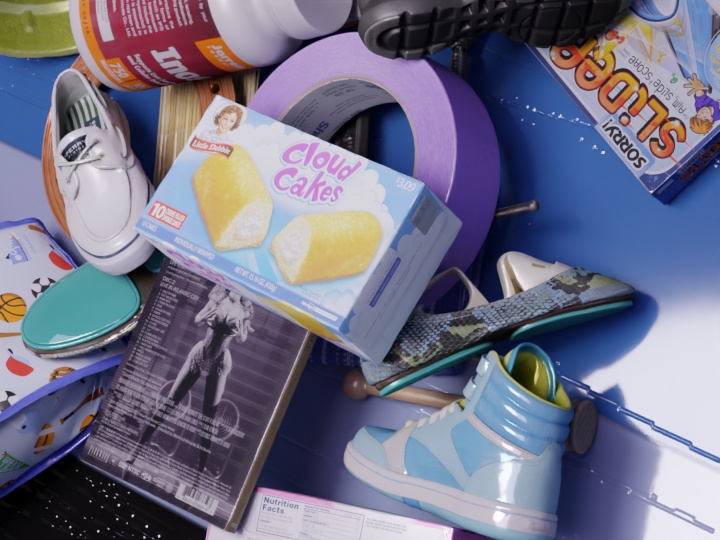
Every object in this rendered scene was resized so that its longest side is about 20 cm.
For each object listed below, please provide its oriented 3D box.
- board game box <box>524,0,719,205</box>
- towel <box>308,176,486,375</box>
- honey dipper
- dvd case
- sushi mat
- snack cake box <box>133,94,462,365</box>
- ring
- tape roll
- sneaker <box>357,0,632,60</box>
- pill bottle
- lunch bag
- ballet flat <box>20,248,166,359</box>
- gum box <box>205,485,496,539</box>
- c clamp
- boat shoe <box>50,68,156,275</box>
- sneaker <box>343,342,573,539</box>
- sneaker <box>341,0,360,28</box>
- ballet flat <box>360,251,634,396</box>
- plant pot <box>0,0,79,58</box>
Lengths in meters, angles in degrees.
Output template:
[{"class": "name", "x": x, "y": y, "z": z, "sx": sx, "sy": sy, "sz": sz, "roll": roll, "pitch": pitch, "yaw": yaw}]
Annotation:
[{"class": "board game box", "x": 0.201, "y": -0.165, "z": 1.558, "sx": 0.135, "sy": 0.034, "sz": 0.200, "roll": -44, "pitch": 63, "yaw": 12}, {"class": "towel", "x": 0.000, "y": 0.000, "z": 1.636, "sx": 0.199, "sy": 0.024, "sz": 0.146, "roll": 4, "pitch": 82, "yaw": 30}, {"class": "honey dipper", "x": 0.072, "y": 0.097, "z": 1.568, "sx": 0.199, "sy": 0.038, "sz": 0.038, "roll": 7, "pitch": 82, "yaw": 31}, {"class": "dvd case", "x": -0.106, "y": 0.066, "z": 1.555, "sx": 0.148, "sy": 0.016, "sz": 0.201, "roll": 20, "pitch": 86, "yaw": 36}, {"class": "sushi mat", "x": -0.123, "y": -0.070, "z": 1.710, "sx": 0.095, "sy": 0.012, "sz": 0.202, "roll": -4, "pitch": 76, "yaw": 36}, {"class": "snack cake box", "x": -0.044, "y": -0.030, "z": 1.500, "sx": 0.199, "sy": 0.067, "sz": 0.116, "roll": 25, "pitch": 80, "yaw": 36}, {"class": "ring", "x": -0.173, "y": -0.105, "z": 1.735, "sx": 0.199, "sy": 0.019, "sz": 0.202, "roll": -10, "pitch": 72, "yaw": 33}, {"class": "tape roll", "x": -0.001, "y": -0.065, "z": 1.574, "sx": 0.199, "sy": 0.065, "sz": 0.202, "roll": -9, "pitch": 73, "yaw": 33}, {"class": "sneaker", "x": 0.092, "y": -0.201, "z": 1.524, "sx": 0.198, "sy": 0.076, "sz": 0.080, "roll": -5, "pitch": 58, "yaw": -11}, {"class": "pill bottle", "x": -0.110, "y": -0.201, "z": 1.631, "sx": 0.199, "sy": 0.113, "sz": 0.114, "roll": -7, "pitch": 75, "yaw": 35}, {"class": "lunch bag", "x": -0.286, "y": 0.072, "z": 1.703, "sx": 0.199, "sy": 0.124, "sz": 0.170, "roll": -36, "pitch": 63, "yaw": -10}, {"class": "ballet flat", "x": -0.161, "y": 0.010, "z": 1.654, "sx": 0.200, "sy": 0.072, "sz": 0.072, "roll": -36, "pitch": 65, "yaw": 3}, {"class": "gum box", "x": -0.005, "y": 0.198, "z": 1.537, "sx": 0.199, "sy": 0.113, "sz": 0.067, "roll": 9, "pitch": 83, "yaw": 28}, {"class": "c clamp", "x": 0.051, "y": -0.110, "z": 1.616, "sx": 0.170, "sy": 0.027, "sz": 0.202, "roll": -16, "pitch": 62, "yaw": 27}, {"class": "boat shoe", "x": -0.204, "y": -0.076, "z": 1.655, "sx": 0.073, "sy": 0.067, "sz": 0.201, "roll": -33, "pitch": 40, "yaw": 6}, {"class": "sneaker", "x": 0.074, "y": 0.105, "z": 1.511, "sx": 0.199, "sy": 0.079, "sz": 0.132, "roll": 16, "pitch": 91, "yaw": 48}, {"class": "sneaker", "x": 0.012, "y": -0.216, "z": 1.656, "sx": 0.199, "sy": 0.081, "sz": 0.078, "roll": 27, "pitch": 116, "yaw": 49}, {"class": "ballet flat", "x": 0.091, "y": 0.023, "z": 1.514, "sx": 0.198, "sy": 0.074, "sz": 0.075, "roll": -18, "pitch": 67, "yaw": -12}, {"class": "plant pot", "x": -0.258, "y": -0.304, "z": 1.753, "sx": 0.199, "sy": 0.200, "sz": 0.185, "roll": -25, "pitch": 57, "yaw": 20}]
